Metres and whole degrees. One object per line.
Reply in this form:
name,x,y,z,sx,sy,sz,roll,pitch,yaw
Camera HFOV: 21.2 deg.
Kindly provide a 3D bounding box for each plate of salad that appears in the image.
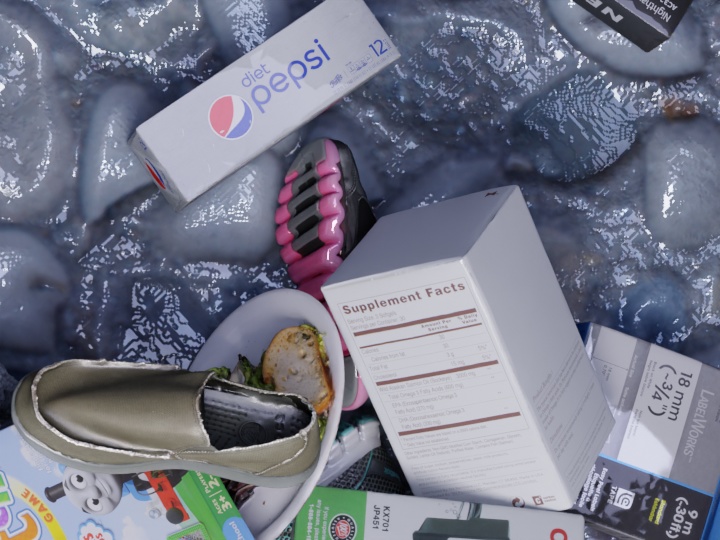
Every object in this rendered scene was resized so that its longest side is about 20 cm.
plate of salad,-0.085,0.104,1.328,0.048,0.200,0.200,24,77,-36

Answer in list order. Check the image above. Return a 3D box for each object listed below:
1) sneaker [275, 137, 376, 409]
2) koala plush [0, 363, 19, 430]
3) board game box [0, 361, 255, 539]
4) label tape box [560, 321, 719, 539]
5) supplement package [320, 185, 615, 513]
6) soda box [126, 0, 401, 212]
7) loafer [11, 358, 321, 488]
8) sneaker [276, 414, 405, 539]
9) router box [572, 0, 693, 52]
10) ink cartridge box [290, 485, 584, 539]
sneaker,0.000,0.000,1.422,0.095,0.079,0.200,-6,85,-36
koala plush,-0.250,0.176,1.262,0.177,0.184,0.200,-33,73,-13
board game box,-0.174,0.160,1.202,0.200,0.037,0.151,-25,81,-41
label tape box,0.235,0.139,1.460,0.200,0.063,0.144,20,80,-9
supplement package,0.078,0.061,1.340,0.117,0.117,0.200,-49,121,-53
soda box,-0.072,-0.128,1.423,0.200,0.063,0.068,-36,93,-14
loafer,-0.116,0.085,1.199,0.200,0.070,0.075,7,57,-15
sneaker,-0.048,0.192,1.387,0.200,0.078,0.091,-35,95,-13
router box,0.193,-0.293,1.509,0.200,0.052,0.157,33,78,-7
ink cartridge box,0.049,0.233,1.292,0.200,0.083,0.147,6,57,-3
